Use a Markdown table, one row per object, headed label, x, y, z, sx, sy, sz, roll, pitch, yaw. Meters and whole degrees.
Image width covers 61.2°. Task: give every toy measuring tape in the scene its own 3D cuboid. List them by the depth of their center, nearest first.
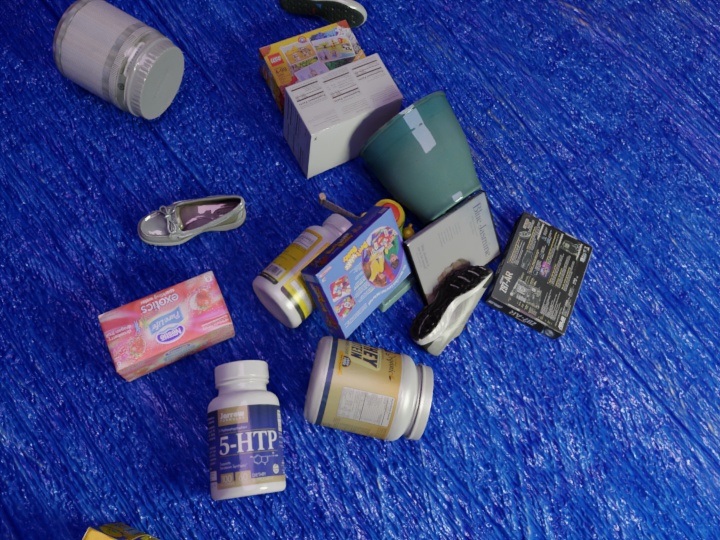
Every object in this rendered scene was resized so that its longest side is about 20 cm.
| label | x | y | z | sx | sy | sz | roll | pitch | yaw |
| --- | --- | --- | --- | --- | --- | --- | --- | --- | --- |
| toy measuring tape | 0.018 | -0.117 | 1.171 | 0.197 | 0.074 | 0.075 | 27 | 69 | 0 |

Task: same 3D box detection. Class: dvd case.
| label | x | y | z | sx | sy | sz | roll | pitch | yaw |
| --- | --- | --- | --- | --- | --- | --- | --- | --- | --- |
| dvd case | 0.178 | -0.041 | 1.150 | 0.198 | 0.017 | 0.145 | -34 | 119 | -19 |

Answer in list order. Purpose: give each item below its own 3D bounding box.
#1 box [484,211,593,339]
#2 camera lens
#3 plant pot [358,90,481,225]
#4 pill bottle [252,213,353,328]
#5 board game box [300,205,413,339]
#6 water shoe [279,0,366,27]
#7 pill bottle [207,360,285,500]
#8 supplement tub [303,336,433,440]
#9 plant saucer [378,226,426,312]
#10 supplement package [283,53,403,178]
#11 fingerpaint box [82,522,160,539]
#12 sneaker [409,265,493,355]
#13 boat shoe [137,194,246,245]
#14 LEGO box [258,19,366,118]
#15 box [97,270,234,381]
| label | x | y | z | sx | sy | sz | roll | pitch | yaw |
| --- | --- | --- | --- | --- | --- | --- | --- | --- | --- |
| box | 0.351 | 0.008 | 1.193 | 0.158 | 0.044 | 0.203 | 26 | 69 | 1 |
| camera lens | -0.454 | -0.398 | 1.142 | 0.197 | 0.160 | 0.162 | 29 | 69 | 2 |
| plant pot | 0.127 | -0.198 | 1.159 | 0.198 | 0.200 | 0.190 | -33 | 89 | -18 |
| pill bottle | -0.089 | -0.004 | 1.090 | 0.112 | 0.113 | 0.200 | 42 | 70 | 7 |
| board game box | 0.000 | 0.000 | 1.061 | 0.200 | 0.044 | 0.136 | -42 | 124 | -31 |
| water shoe | -0.077 | -0.593 | 1.318 | 0.195 | 0.072 | 0.081 | 13 | 67 | -5 |
| pill bottle | -0.186 | 0.255 | 0.981 | 0.117 | 0.120 | 0.205 | -5 | 72 | -10 |
| supplement tub | 0.012 | 0.200 | 1.018 | 0.195 | 0.145 | 0.148 | 13 | 69 | -4 |
| plant saucer | 0.091 | -0.010 | 1.172 | 0.199 | 0.019 | 0.070 | -41 | 81 | -18 |
| supplement package | -0.038 | -0.295 | 1.176 | 0.197 | 0.156 | 0.112 | -25 | 74 | -16 |
| fingerpaint box | -0.302 | 0.424 | 0.860 | 0.164 | 0.201 | 0.075 | 24 | 67 | 1 |
| sneaker | 0.175 | 0.070 | 1.128 | 0.200 | 0.074 | 0.080 | -46 | 124 | -10 |
| boat shoe | -0.308 | -0.098 | 1.112 | 0.197 | 0.065 | 0.076 | -10 | 72 | -12 |
| LEGO box | -0.089 | -0.403 | 1.247 | 0.197 | 0.077 | 0.151 | -25 | 77 | -16 |
| box | -0.322 | 0.095 | 1.027 | 0.196 | 0.095 | 0.104 | -22 | 76 | -16 |
